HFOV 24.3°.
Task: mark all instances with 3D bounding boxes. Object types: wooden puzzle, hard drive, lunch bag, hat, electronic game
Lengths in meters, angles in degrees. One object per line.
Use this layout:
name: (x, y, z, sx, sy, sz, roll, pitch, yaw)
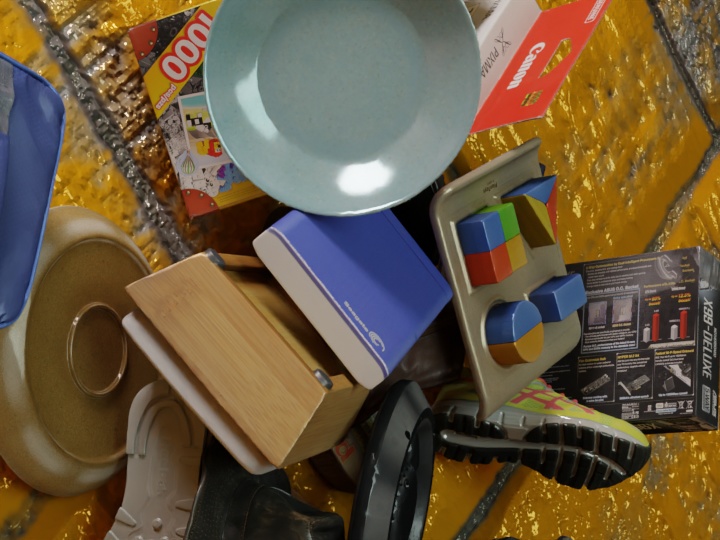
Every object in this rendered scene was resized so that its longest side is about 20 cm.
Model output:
wooden puzzle: (0.136, 0.003, 1.408, 0.185, 0.046, 0.202, -30, 112, -53)
hard drive: (0.000, 0.000, 1.247, 0.132, 0.025, 0.200, 52, 22, -2)
lunch bag: (-0.274, -0.047, 1.040, 0.135, 0.132, 0.202, 26, 62, -42)
hat: (-0.053, 0.205, 1.169, 0.200, 0.080, 0.202, -2, 90, -70)
electronic game: (0.020, 0.183, 1.284, 0.200, 0.041, 0.202, 9, 90, -77)

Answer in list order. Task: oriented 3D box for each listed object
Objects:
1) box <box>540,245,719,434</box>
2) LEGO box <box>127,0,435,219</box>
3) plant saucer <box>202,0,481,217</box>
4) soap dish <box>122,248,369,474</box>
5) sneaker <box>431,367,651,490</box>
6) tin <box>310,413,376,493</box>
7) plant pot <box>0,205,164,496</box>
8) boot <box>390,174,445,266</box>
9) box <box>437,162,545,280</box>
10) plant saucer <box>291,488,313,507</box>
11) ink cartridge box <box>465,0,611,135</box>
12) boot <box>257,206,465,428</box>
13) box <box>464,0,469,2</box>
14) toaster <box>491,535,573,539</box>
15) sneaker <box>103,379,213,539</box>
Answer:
box: (0.228, 0.070, 1.523, 0.050, 0.199, 0.159, 28, 61, -49)
LEGO box: (-0.056, -0.142, 1.259, 0.077, 0.199, 0.150, -92, 163, -84)
plant saucer: (-0.013, -0.141, 1.201, 0.039, 0.200, 0.202, -90, 162, -83)
soap dish: (-0.072, 0.059, 1.177, 0.157, 0.081, 0.200, 48, 8, 9)
sneaker: (0.159, 0.127, 1.464, 0.091, 0.198, 0.079, -72, 173, -48)
tin: (-0.021, 0.093, 1.364, 0.201, 0.042, 0.112, 61, 40, -18)
plant pot: (-0.189, 0.055, 1.154, 0.200, 0.027, 0.202, 6, 83, -61)
boot: (-0.014, -0.086, 1.382, 0.157, 0.079, 0.213, -21, 94, -50)
box: (0.119, -0.020, 1.497, 0.200, 0.032, 0.122, -48, 153, -47)
plant saucer: (-0.073, 0.256, 1.266, 0.199, 0.037, 0.202, 14, 71, -45)
ink cartridge box: (0.116, -0.189, 1.482, 0.044, 0.173, 0.200, 54, 46, -24)
boot: (0.012, 0.021, 1.346, 0.199, 0.064, 0.188, -21, 103, -48)
box: (0.003, -0.309, 1.445, 0.176, 0.096, 0.202, -25, 101, -50)
toaster: (0.125, 0.321, 1.416, 0.200, 0.113, 0.130, -32, 107, -49)
sneaker: (-0.133, 0.176, 1.180, 0.080, 0.076, 0.202, 22, 82, -77)
